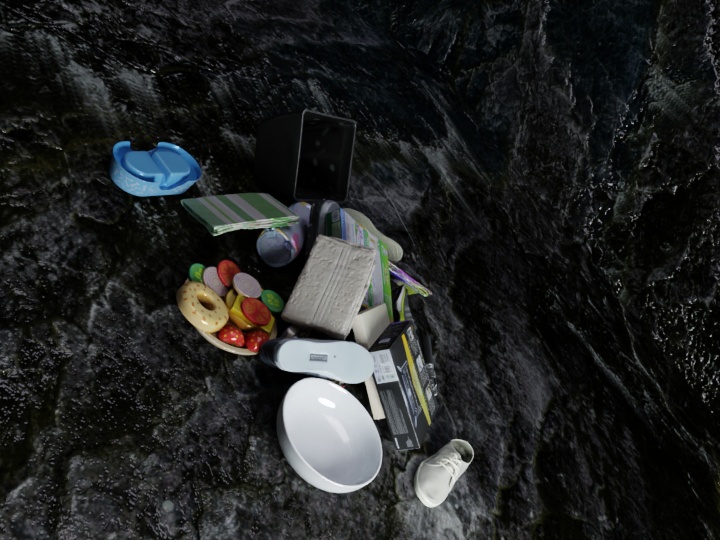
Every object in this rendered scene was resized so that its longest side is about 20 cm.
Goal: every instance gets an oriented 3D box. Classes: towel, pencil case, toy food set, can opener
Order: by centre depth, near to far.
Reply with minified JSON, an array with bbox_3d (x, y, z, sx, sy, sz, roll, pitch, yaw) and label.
[{"bbox_3d":[-0.231,0.064,1.148,0.199,0.049,0.199,35,30,-14],"label":"toy food set"},{"bbox_3d":[-0.055,0.027,1.204,0.131,0.035,0.201,16,60,13],"label":"towel"},{"bbox_3d":[-0.244,-0.120,1.309,0.198,0.024,0.152,-12,36,-38],"label":"towel"},{"bbox_3d":[-0.157,-0.083,1.399,0.091,0.082,0.200,63,24,-15],"label":"pencil case"},{"bbox_3d":[0.137,0.224,1.408,0.053,0.068,0.201,-1,29,3],"label":"can opener"},{"bbox_3d":[0.071,0.005,1.563,0.199,0.023,0.143,35,-8,-15],"label":"towel"}]

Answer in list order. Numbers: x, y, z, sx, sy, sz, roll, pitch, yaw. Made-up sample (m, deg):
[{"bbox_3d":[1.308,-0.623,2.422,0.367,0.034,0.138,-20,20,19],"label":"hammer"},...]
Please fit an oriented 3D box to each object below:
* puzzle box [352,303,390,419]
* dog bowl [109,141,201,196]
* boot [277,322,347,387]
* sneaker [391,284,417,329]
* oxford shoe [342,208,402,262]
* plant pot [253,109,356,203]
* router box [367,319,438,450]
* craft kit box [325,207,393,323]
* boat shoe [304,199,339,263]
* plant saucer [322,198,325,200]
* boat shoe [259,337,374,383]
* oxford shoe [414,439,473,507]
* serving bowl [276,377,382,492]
[{"bbox_3d":[0.037,0.173,1.246,0.133,0.025,0.202,-15,92,-67],"label":"puzzle box"},{"bbox_3d":[-0.410,-0.200,1.274,0.112,0.050,0.199,50,30,14],"label":"dog bowl"},{"bbox_3d":[-0.056,0.145,1.231,0.151,0.073,0.200,47,32,10],"label":"boot"},{"bbox_3d":[0.091,0.111,1.484,0.081,0.074,0.201,46,29,-23],"label":"sneaker"},{"bbox_3d":[0.020,-0.084,1.643,0.199,0.075,0.058,36,-10,4],"label":"oxford shoe"},{"bbox_3d":[-0.147,-0.277,1.541,0.176,0.203,0.199,13,11,35],"label":"plant pot"},{"bbox_3d":[0.084,0.216,1.232,0.157,0.052,0.202,-38,113,-64],"label":"router box"},{"bbox_3d":[0.000,0.000,1.345,0.197,0.048,0.202,33,45,-48],"label":"craft kit box"},{"bbox_3d":[-0.090,-0.054,1.374,0.056,0.202,0.068,16,8,34],"label":"boat shoe"},{"bbox_3d":[-0.055,-0.069,1.488,0.200,0.027,0.202,-23,91,-83],"label":"plant saucer"},{"bbox_3d":[-0.076,0.151,1.124,0.199,0.091,0.072,15,81,-32],"label":"boat shoe"},{"bbox_3d":[0.161,0.377,1.214,0.075,0.058,0.199,51,31,11],"label":"oxford shoe"},{"bbox_3d":[-0.061,0.280,1.055,0.199,0.066,0.201,31,30,-20],"label":"serving bowl"}]
